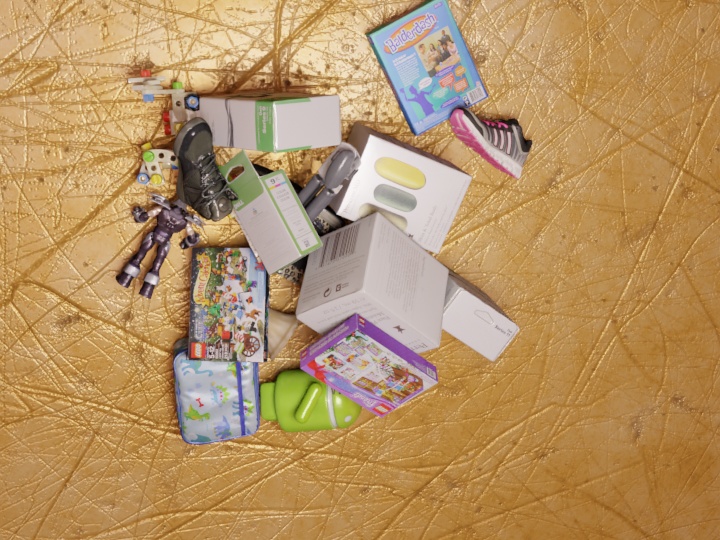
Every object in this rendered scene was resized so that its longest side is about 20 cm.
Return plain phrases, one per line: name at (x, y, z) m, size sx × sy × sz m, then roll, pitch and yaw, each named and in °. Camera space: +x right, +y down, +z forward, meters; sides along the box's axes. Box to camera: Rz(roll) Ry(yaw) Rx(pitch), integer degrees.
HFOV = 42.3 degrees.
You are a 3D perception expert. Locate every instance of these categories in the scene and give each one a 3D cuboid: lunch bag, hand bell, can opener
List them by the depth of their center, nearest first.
can opener at (-0.075, -0.135, 1.564) m, size 0.053 × 0.067 × 0.200 m, roll 49°, pitch 117°, yaw 12°
hand bell at (-0.216, 0.069, 1.711) m, size 0.200 × 0.104 × 0.104 m, roll 34°, pitch 97°, yaw -5°
lunch bag at (-0.266, 0.217, 1.734) m, size 0.160 × 0.082 × 0.201 m, roll -4°, pitch 108°, yaw -13°

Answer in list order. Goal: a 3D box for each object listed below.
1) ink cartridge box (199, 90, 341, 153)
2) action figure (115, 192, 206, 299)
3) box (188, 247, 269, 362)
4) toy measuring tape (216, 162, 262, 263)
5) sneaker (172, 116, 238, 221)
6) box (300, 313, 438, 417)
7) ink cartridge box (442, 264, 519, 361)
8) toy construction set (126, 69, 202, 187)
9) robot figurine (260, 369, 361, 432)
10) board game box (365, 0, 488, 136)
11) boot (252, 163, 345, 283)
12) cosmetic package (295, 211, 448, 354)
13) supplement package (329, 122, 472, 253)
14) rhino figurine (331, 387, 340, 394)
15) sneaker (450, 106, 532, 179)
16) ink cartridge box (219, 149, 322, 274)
ink cartridge box at (-0.151, -0.248, 1.535) m, size 0.146 × 0.199 × 0.085 m, roll -16°, pitch 111°, yaw -43°
action figure at (-0.357, -0.054, 1.644) m, size 0.130 × 0.069 × 0.201 m, roll 30°, pitch 94°, yaw -11°
box at (-0.231, 0.061, 1.645) m, size 0.136 × 0.038 × 0.201 m, roll 0°, pitch 86°, yaw 6°
toy measuring tape at (-0.219, -0.103, 1.639) m, size 0.073 × 0.074 × 0.201 m, roll -29°, pitch 89°, yaw -2°
sneaker at (-0.249, -0.157, 1.521) m, size 0.076 × 0.114 × 0.200 m, roll -36°, pitch 156°, yaw -32°
box at (0.015, 0.164, 1.575) m, size 0.137 × 0.039 × 0.200 m, roll -36°, pitch 126°, yaw 28°
ink cartridge box at (0.187, 0.068, 1.718) m, size 0.146 × 0.200 × 0.083 m, roll 33°, pitch 98°, yaw -18°
toy construction set at (-0.329, -0.245, 1.584) m, size 0.130 × 0.092 × 0.201 m, roll -5°, pitch 112°, yaw -2°
robot figurine at (-0.086, 0.241, 1.742) m, size 0.199 × 0.175 × 0.116 m, roll -5°, pitch 75°, yaw 9°
board game box at (0.120, -0.365, 1.659) m, size 0.152 × 0.045 × 0.201 m, roll -28°, pitch 110°, yaw -2°
boot at (-0.147, -0.083, 1.674) m, size 0.203 × 0.074 × 0.154 m, roll 32°, pitch 100°, yaw -17°
cosmetic package at (0.024, 0.038, 1.602) m, size 0.164 × 0.166 × 0.200 m, roll -22°, pitch 134°, yaw 39°
supplement package at (0.063, -0.148, 1.655) m, size 0.199 × 0.151 × 0.152 m, roll 20°, pitch 102°, yaw -16°
rhino figurine at (-0.015, 0.152, 1.690) m, size 0.060 × 0.200 × 0.088 m, roll -12°, pitch 123°, yaw 30°
sneaker at (0.244, -0.251, 1.696) m, size 0.200 × 0.074 × 0.088 m, roll 33°, pitch 89°, yaw -34°
ink cartridge box at (-0.155, -0.104, 1.569) m, size 0.059 × 0.104 × 0.201 m, roll -30°, pitch 92°, yaw -41°
